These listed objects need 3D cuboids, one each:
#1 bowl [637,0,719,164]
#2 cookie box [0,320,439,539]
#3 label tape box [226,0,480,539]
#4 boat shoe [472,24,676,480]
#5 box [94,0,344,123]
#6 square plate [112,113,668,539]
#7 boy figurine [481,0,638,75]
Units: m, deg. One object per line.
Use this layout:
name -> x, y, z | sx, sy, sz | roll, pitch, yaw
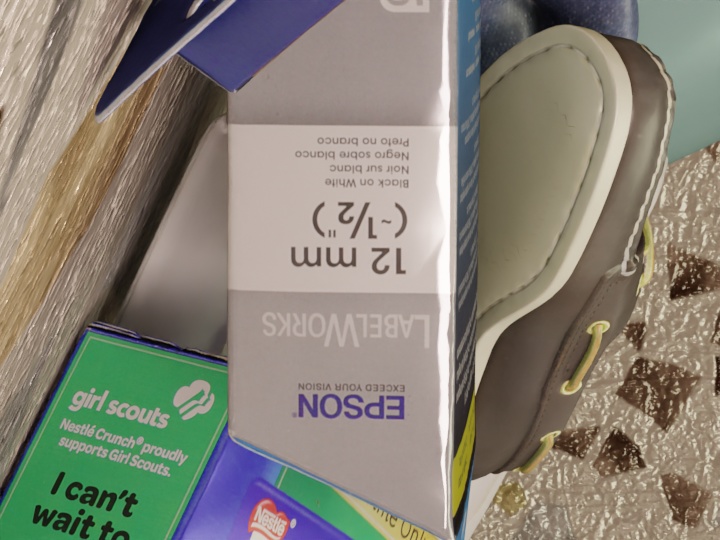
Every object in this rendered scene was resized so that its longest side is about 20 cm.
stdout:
bowl -> 0.061, -0.102, 0.997 | 0.105, 0.201, 0.201 | -45, 175, -14
cookie box -> -0.061, 0.144, 0.850 | 0.171, 0.075, 0.200 | 47, 62, -52
label tape box -> 0.000, 0.000, 0.765 | 0.143, 0.066, 0.200 | -59, 151, -81
boat shoe -> 0.055, -0.002, 0.861 | 0.072, 0.061, 0.201 | 68, -32, 32
box -> 0.014, -0.117, 0.613 | 0.121, 0.032, 0.200 | -34, -156, 51
square plate -> -0.003, 0.038, 0.944 | 0.028, 0.200, 0.198 | 53, -53, 39
boy figurine -> 0.042, -0.131, 0.836 | 0.064, 0.124, 0.200 | -79, 163, -50
